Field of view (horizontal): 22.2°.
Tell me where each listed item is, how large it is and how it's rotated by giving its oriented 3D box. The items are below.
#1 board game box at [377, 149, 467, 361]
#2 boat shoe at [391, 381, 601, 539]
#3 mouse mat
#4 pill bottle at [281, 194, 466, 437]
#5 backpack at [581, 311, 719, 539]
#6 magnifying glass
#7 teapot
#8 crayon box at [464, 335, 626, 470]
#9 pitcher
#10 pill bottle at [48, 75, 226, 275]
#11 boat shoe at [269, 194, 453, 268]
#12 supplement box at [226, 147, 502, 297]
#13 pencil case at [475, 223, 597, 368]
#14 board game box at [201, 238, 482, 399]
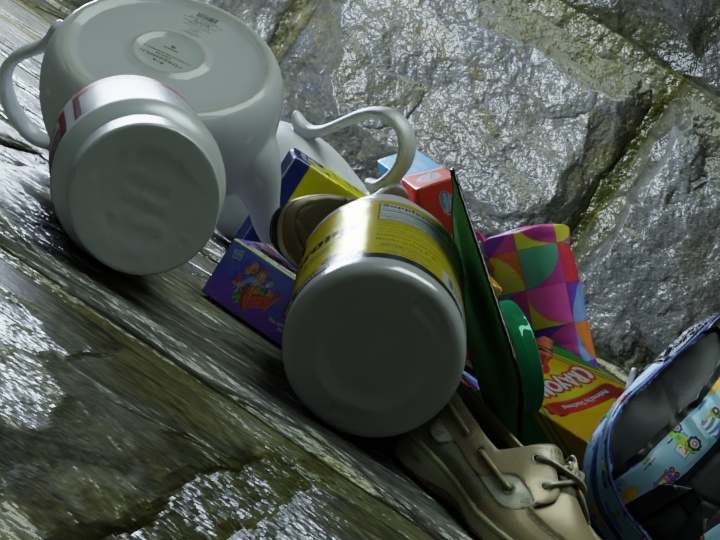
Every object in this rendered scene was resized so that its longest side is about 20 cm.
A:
[{"bbox_3d":[0.074,0.000,1.678,0.153,0.040,0.201,-135,-151,-72],"label":"board game box"},{"bbox_3d":[0.096,0.129,1.071,0.072,0.065,0.200,28,6,-42],"label":"boat shoe"},{"bbox_3d":[0.082,0.047,1.193,0.200,0.007,0.162,84,-8,-59],"label":"mouse mat"},{"bbox_3d":[0.012,0.018,1.162,0.111,0.112,0.200,32,16,-7],"label":"pill bottle"},{"bbox_3d":[0.243,0.148,1.300,0.183,0.200,0.135,52,-34,4],"label":"backpack"},{"bbox_3d":[0.088,0.056,1.309,0.022,0.080,0.200,-13,8,-11],"label":"magnifying glass"},{"bbox_3d":[-0.160,-0.109,1.404,0.196,0.147,0.200,-5,44,-24],"label":"teapot"},{"bbox_3d":[0.182,0.129,1.449,0.200,0.051,0.127,33,26,28],"label":"crayon box"},{"bbox_3d":[-0.042,-0.081,1.625,0.199,0.173,0.121,26,18,34],"label":"pitcher"},{"bbox_3d":[-0.143,-0.061,1.165,0.109,0.110,0.200,31,5,-15],"label":"pill bottle"},{"bbox_3d":[0.002,-0.009,1.366,0.199,0.074,0.065,19,-13,-42],"label":"boat shoe"},{"bbox_3d":[0.000,0.000,1.501,0.199,0.110,0.109,33,5,-8],"label":"supplement box"},{"bbox_3d":[0.158,0.055,1.587,0.088,0.088,0.201,11,67,-78],"label":"pencil case"},{"bbox_3d":[-0.006,0.052,1.316,0.199,0.045,0.134,34,5,8],"label":"board game box"}]
